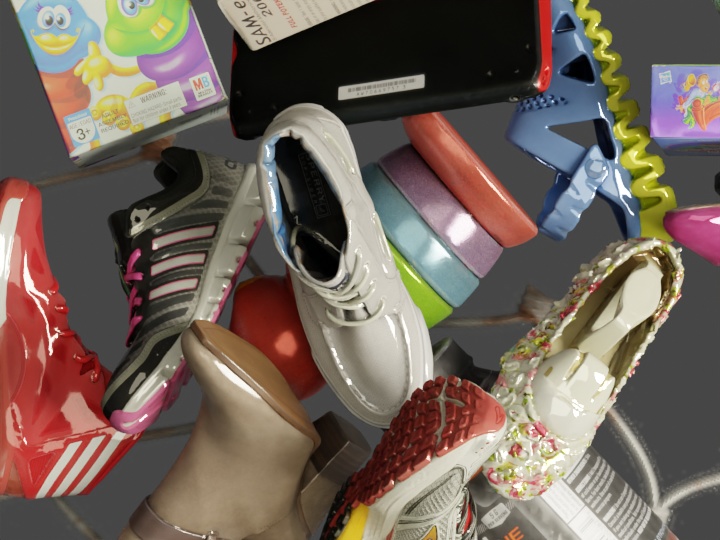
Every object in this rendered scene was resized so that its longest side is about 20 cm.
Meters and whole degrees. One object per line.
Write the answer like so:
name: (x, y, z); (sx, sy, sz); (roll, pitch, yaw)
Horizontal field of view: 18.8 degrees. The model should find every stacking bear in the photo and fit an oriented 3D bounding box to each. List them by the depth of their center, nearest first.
stacking bear: (0.000, 0.000, 1.346); (0.200, 0.121, 0.114); (-41, 85, 5)

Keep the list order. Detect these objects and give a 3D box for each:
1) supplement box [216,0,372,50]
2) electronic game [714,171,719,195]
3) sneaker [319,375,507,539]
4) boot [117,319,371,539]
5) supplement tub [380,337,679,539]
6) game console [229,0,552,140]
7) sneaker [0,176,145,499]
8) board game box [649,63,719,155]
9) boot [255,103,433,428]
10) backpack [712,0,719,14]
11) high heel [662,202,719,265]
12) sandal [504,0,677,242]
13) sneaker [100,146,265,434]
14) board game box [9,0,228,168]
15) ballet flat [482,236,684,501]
supplement box: (-0.002, -0.232, 1.285); (0.200, 0.074, 0.126); (-23, 68, 7)
electronic game: (0.315, -0.051, 1.320); (0.200, 0.200, 0.042); (2, 89, -4)
sneaker: (0.041, 0.131, 1.265); (0.082, 0.200, 0.078); (26, 51, -6)
boot: (-0.088, 0.122, 1.305); (0.146, 0.070, 0.200); (-40, 134, 10)
supplement tub: (0.097, 0.136, 1.348); (0.107, 0.107, 0.200); (-44, 92, -4)
game console: (0.017, -0.168, 1.319); (0.200, 0.031, 0.177); (-8, 65, 17)
sneaker: (-0.185, 0.045, 1.352); (0.115, 0.078, 0.200); (5, 101, -13)
board game box: (0.282, -0.096, 1.327); (0.200, 0.134, 0.045); (1, 89, 12)
boot: (-0.015, 0.006, 1.248); (0.073, 0.096, 0.200); (-20, 97, 11)
backpack: (0.294, -0.219, 1.332); (0.175, 0.153, 0.200); (-3, 47, -14)
high heel: (0.263, 0.016, 1.356); (0.200, 0.067, 0.096); (14, 78, -39)
sandal: (0.129, -0.099, 1.371); (0.087, 0.079, 0.200); (-22, 89, -1)
sneaker: (-0.123, 0.005, 1.330); (0.087, 0.074, 0.200); (25, 65, -1)
board game box: (-0.164, -0.176, 1.333); (0.103, 0.105, 0.200); (-21, 90, -4)
ballet flat: (0.134, 0.049, 1.302); (0.076, 0.064, 0.200); (39, 58, -9)
